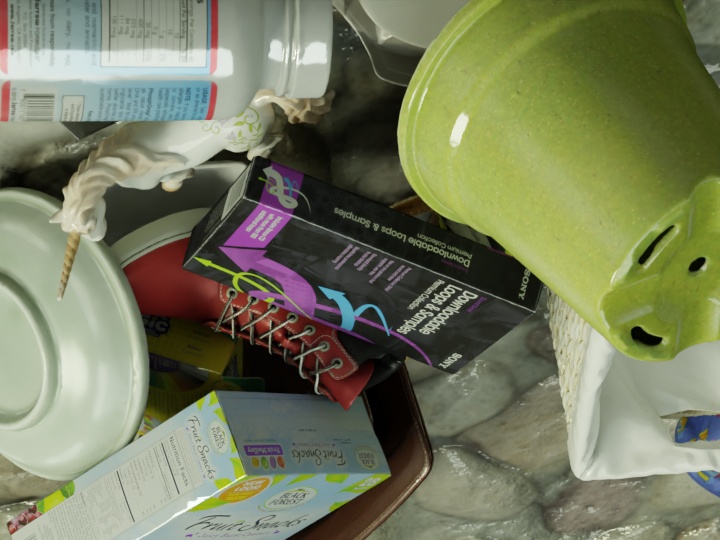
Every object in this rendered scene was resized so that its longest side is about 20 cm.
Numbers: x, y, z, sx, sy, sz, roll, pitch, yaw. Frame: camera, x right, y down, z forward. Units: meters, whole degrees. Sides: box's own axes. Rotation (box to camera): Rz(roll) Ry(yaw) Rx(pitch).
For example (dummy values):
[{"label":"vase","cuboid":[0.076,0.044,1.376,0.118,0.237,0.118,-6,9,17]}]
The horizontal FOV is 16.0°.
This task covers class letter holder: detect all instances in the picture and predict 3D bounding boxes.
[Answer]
[{"label":"letter holder","cuboid":[-0.054,0.135,1.860,0.100,0.143,0.200,7,143,-39]}]

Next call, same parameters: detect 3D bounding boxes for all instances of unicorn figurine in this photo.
[{"label":"unicorn figurine","cuboid":[-0.117,-0.073,1.596,0.200,0.074,0.137,-38,176,6]}]

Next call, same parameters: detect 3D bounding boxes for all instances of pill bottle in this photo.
[{"label":"pill bottle","cuboid":[-0.120,-0.138,1.447,0.199,0.109,0.109,0,143,-10]}]

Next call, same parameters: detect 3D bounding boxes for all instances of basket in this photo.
[{"label":"basket","cuboid":[0.237,0.026,1.769,0.197,0.161,0.200,-4,143,-5]}]

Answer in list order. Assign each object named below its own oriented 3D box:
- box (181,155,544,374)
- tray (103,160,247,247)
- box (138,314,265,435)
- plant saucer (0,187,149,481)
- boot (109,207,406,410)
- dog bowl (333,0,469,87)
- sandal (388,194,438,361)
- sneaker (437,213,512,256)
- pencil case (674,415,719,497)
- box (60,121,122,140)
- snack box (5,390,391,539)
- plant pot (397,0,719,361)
[{"label":"box","cuboid":[0.000,0.000,1.621,0.199,0.036,0.143,20,156,-12]},{"label":"tray","cuboid":[-0.133,-0.015,1.762,0.107,0.022,0.200,-4,143,-7]},{"label":"box","cuboid":[-0.155,0.065,1.776,0.199,0.049,0.118,19,147,9]},{"label":"plant saucer","cuboid":[-0.225,0.048,1.687,0.050,0.201,0.200,-22,162,-48]},{"label":"boot","cuboid":[-0.069,0.033,1.692,0.199,0.145,0.073,-6,144,-33]},{"label":"dog bowl","cuboid":[0.065,-0.194,1.530,0.199,0.059,0.201,-6,143,-4]},{"label":"sandal","cuboid":[0.034,-0.030,1.737,0.069,0.078,0.212,14,131,-18]},{"label":"sneaker","cuboid":[0.085,-0.057,1.634,0.084,0.075,0.200,-25,143,-2]},{"label":"pencil case","cuboid":[0.319,0.090,1.933,0.078,0.087,0.200,25,135,-16]},{"label":"box","cuboid":[-0.155,-0.173,1.526,0.159,0.050,0.200,-21,142,20]},{"label":"snack box","cuboid":[-0.107,0.153,1.717,0.200,0.068,0.168,-34,158,28]},{"label":"plant pot","cuboid":[0.150,-0.053,1.486,0.200,0.184,0.201,-19,138,-19]}]
